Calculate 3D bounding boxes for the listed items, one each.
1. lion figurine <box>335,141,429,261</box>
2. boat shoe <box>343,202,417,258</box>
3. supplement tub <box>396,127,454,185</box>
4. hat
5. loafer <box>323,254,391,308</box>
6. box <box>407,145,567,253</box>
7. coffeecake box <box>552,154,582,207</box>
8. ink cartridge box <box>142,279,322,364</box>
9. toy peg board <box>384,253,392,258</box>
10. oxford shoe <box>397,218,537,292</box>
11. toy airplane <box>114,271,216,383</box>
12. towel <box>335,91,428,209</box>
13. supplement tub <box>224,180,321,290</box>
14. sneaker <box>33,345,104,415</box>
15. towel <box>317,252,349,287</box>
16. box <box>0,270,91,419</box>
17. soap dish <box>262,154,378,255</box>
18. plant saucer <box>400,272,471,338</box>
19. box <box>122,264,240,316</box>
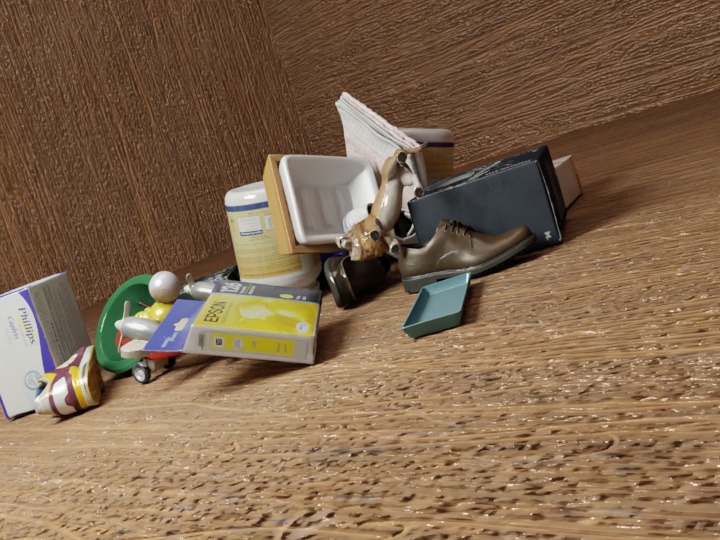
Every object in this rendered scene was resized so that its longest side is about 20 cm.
[{"bbox_3d":[0.038,-0.097,1.183,0.203,0.072,0.123,-62,16,10],"label":"lion figurine"},{"bbox_3d":[0.068,-0.060,1.310,0.197,0.075,0.065,8,-26,-37],"label":"boat shoe"},{"bbox_3d":[0.096,-0.154,1.519,0.142,0.205,0.145,1,9,0],"label":"supplement tub"},{"bbox_3d":[-0.312,0.114,1.392,0.197,0.169,0.175,1,-21,42],"label":"hat"},{"bbox_3d":[0.000,0.000,1.274,0.070,0.074,0.200,-19,8,17],"label":"loafer"},{"bbox_3d":[0.194,-0.090,1.247,0.197,0.126,0.197,-17,10,19],"label":"box"},{"bbox_3d":[0.292,-0.133,1.473,0.151,0.074,0.200,-16,8,28],"label":"coffeecake box"},{"bbox_3d":[-0.148,0.057,1.037,0.196,0.048,0.198,8,15,-3],"label":"ink cartridge box"},{"bbox_3d":[-0.013,-0.062,1.656,0.198,0.100,0.198,-14,9,39],"label":"toy peg board"},{"bbox_3d":[0.139,-0.033,1.134,0.196,0.086,0.073,-15,7,19],"label":"oxford shoe"},{"bbox_3d":[-0.252,0.068,1.185,0.196,0.144,0.200,-21,8,-16],"label":"toy airplane"},{"bbox_3d":[0.038,-0.174,1.384,0.032,0.193,0.200,-36,54,-18],"label":"towel"},{"bbox_3d":[-0.143,-0.045,1.415,0.141,0.204,0.145,-9,12,2],"label":"supplement tub"},{"bbox_3d":[-0.428,0.161,1.226,0.088,0.076,0.200,-15,6,-13],"label":"sneaker"},{"bbox_3d":[-0.036,-0.071,1.524,0.147,0.049,0.203,-31,35,48],"label":"towel"},{"bbox_3d":[-0.527,0.116,1.373,0.103,0.187,0.200,-17,7,0],"label":"box"},{"bbox_3d":[-0.057,-0.100,1.322,0.197,0.160,0.081,-4,-16,-41],"label":"soap dish"},{"bbox_3d":[0.095,0.039,0.986,0.069,0.019,0.200,-18,9,14],"label":"plant saucer"},{"bbox_3d":[-0.303,0.071,1.492,0.196,0.088,0.164,-20,7,1],"label":"box"}]
